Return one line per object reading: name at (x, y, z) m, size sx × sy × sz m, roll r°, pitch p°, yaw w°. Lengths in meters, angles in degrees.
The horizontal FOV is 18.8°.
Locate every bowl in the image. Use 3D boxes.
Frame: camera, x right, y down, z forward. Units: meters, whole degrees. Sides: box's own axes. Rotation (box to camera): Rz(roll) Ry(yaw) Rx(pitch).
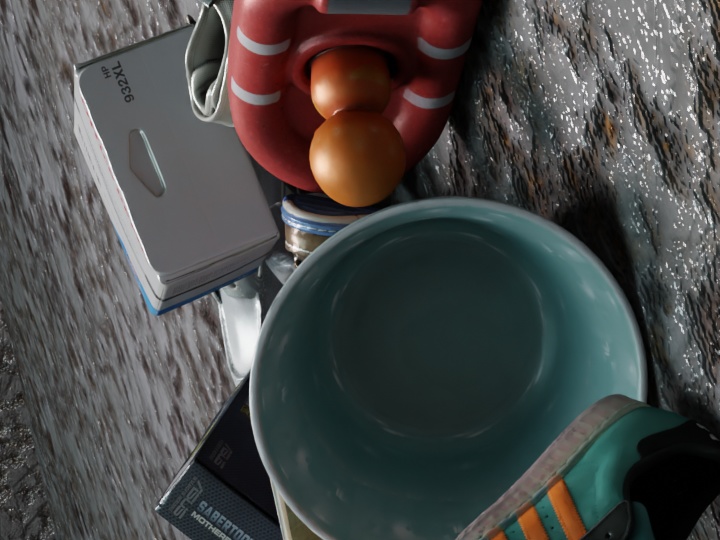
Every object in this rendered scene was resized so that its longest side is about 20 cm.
bowl at (0.044, 0.047, 1.131) m, size 0.105 × 0.200 × 0.202 m, roll -92°, pitch -11°, yaw -73°

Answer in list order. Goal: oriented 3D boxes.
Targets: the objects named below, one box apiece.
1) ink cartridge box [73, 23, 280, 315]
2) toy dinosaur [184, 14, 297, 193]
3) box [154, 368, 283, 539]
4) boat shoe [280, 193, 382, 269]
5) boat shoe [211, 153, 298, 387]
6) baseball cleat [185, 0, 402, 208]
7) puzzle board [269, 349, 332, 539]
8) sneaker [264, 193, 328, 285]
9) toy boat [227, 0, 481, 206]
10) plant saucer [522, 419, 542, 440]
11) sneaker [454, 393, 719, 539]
ink cartridge box at (-0.122, -0.060, 1.402) m, size 0.200 × 0.083 × 0.146 m, roll 139°, pitch 109°, yaw -80°
toy dinosaur at (-0.048, -0.132, 1.392) m, size 0.077 × 0.102 × 0.201 m, roll -130°, pitch 19°, yaw -62°
box at (-0.034, 0.147, 1.402) m, size 0.157 × 0.051 × 0.200 m, roll 39°, pitch -159°, yaw -2°
boat shoe at (0.000, 0.000, 1.267) m, size 0.200 × 0.072 × 0.073 m, roll 14°, pitch -91°, yaw -73°
boat shoe at (-0.088, -0.009, 1.565) m, size 0.070 × 0.071 × 0.202 m, roll -11°, pitch 75°, yaw 46°
baseball cleat at (-0.046, -0.099, 1.306) m, size 0.070 × 0.106 × 0.201 m, roll 36°, pitch 156°, yaw 51°
puzzle board at (0.014, 0.092, 1.246) m, size 0.017 × 0.200 × 0.152 m, roll 10°, pitch 121°, yaw 37°
sneaker at (-0.013, 0.032, 1.461) m, size 0.200 × 0.075 × 0.114 m, roll -130°, pitch 27°, yaw -55°
toy boat at (-0.004, -0.094, 1.167) m, size 0.200 × 0.130 × 0.131 m, roll 103°, pitch 165°, yaw -63°
plant saucer at (0.120, 0.169, 1.234) m, size 0.200 × 0.034 × 0.201 m, roll 163°, pitch 90°, yaw -74°
sneaker at (0.097, 0.139, 1.002) m, size 0.080 × 0.200 × 0.072 m, roll 12°, pitch 145°, yaw 49°
